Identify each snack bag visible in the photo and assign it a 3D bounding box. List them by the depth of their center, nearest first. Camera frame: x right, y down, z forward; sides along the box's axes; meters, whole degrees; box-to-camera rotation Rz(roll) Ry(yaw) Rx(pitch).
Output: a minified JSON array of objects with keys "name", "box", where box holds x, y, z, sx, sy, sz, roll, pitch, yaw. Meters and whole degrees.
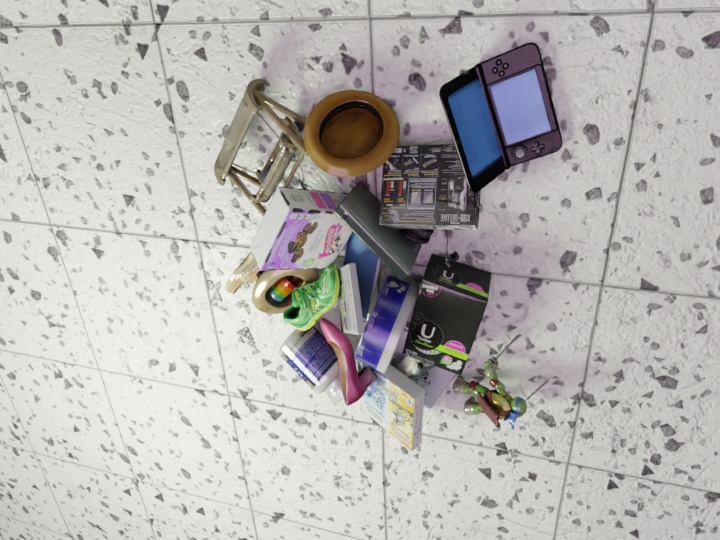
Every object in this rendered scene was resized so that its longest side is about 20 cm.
[{"name":"snack bag","box":[0.138,0.249,1.372,0.197,0.022,0.191,32,123,1]}]

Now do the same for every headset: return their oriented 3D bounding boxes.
[{"name":"headset","box":[0.137,-0.099,1.139,0.123,0.094,0.201,-40,88,33]}]

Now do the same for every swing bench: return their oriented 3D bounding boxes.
[{"name":"swing bench","box":[-0.204,-0.253,1.159,0.198,0.130,0.200,36,124,-1]}]

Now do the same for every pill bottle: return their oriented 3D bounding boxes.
[{"name":"pill bottle","box":[-0.100,0.234,1.371,0.200,0.119,0.120,44,124,8]}]

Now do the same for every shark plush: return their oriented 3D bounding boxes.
[{"name":"shark plush","box":[0.137,0.254,1.327,0.081,0.092,0.204,12,120,-23]}]

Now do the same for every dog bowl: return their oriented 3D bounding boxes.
[{"name":"dog bowl","box":[0.059,0.119,1.223,0.077,0.201,0.204,23,123,5]}]

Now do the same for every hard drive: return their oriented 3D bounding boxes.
[{"name":"hard drive","box":[0.041,-0.085,1.153,0.200,0.140,0.033,45,121,-8]}]

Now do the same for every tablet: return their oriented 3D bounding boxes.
[{"name":"tablet","box":[0.000,0.000,1.250,0.130,0.013,0.205,44,134,42]}]

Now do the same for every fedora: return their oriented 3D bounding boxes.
[{"name":"fedora","box":[-0.018,-0.258,1.086,0.196,0.205,0.082,22,160,7]}]

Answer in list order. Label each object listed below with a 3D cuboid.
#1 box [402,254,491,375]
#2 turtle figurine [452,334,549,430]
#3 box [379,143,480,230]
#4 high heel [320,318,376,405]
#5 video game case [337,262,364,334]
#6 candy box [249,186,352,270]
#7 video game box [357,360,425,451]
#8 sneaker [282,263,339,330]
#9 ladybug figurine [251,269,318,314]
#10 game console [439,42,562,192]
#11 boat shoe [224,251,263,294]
[{"name":"box","box":[0.190,0.096,1.208,0.144,0.125,0.205,18,121,8]},{"name":"turtle figurine","box":[0.327,0.277,1.287,0.142,0.206,0.191,29,154,-32]},{"name":"box","box":[0.139,-0.164,1.082,0.194,0.050,0.163,2,85,19]},{"name":"high heel","box":[-0.054,0.216,1.296,0.202,0.095,0.067,54,159,-7]},{"name":"video game case","box":[-0.028,0.065,1.216,0.017,0.200,0.148,-7,87,-12]},{"name":"candy box","box":[-0.116,-0.086,1.178,0.072,0.196,0.170,55,129,31]},{"name":"video game box","box":[0.071,0.317,1.350,0.198,0.046,0.187,31,138,38]},{"name":"sneaker","box":[-0.114,0.065,1.269,0.082,0.075,0.201,18,124,-35]},{"name":"ladybug figurine","box":[-0.185,0.030,1.325,0.198,0.073,0.135,-36,130,22]},{"name":"game console","box":[0.258,-0.273,0.986,0.171,0.117,0.204,-13,113,26]},{"name":"boat shoe","box":[-0.269,0.001,1.356,0.064,0.072,0.200,42,122,-6]}]
